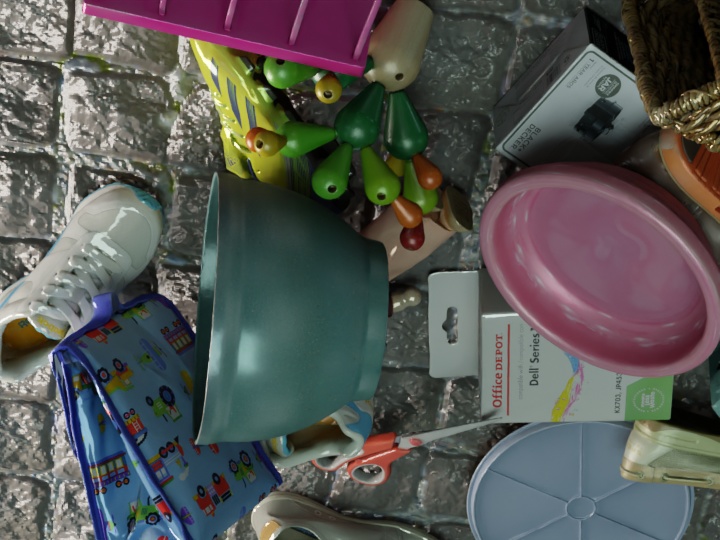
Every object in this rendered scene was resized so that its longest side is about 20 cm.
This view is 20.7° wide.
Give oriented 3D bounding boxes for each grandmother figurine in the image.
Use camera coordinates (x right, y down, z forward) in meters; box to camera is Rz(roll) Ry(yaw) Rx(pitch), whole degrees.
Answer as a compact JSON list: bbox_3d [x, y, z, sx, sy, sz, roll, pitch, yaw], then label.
[{"bbox_3d":[0.000,0.000,1.578,0.199,0.061,0.121,-37,121,26],"label":"grandmother figurine"}]

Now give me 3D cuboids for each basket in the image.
[{"bbox_3d":[0.281,-0.173,1.362,0.148,0.201,0.143,23,123,-14],"label":"basket"}]

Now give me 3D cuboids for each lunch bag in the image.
[{"bbox_3d":[-0.162,0.111,1.534,0.093,0.150,0.202,-17,97,28],"label":"lunch bag"}]

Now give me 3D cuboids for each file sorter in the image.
[{"bbox_3d":[-0.074,-0.242,1.335,0.198,0.140,0.126,12,152,-7],"label":"file sorter"}]

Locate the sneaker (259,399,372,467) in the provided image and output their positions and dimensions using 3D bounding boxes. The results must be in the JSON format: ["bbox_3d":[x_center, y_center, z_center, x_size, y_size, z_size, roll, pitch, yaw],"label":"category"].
[{"bbox_3d":[-0.089,0.117,1.637,0.198,0.081,0.077,-3,126,5],"label":"sneaker"}]

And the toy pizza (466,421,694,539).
[{"bbox_3d":[0.192,0.198,1.726,0.198,0.032,0.202,1,124,1],"label":"toy pizza"}]

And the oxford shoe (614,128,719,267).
[{"bbox_3d":[0.267,-0.033,1.479,0.073,0.072,0.200,-21,121,40],"label":"oxford shoe"}]

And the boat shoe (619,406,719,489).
[{"bbox_3d":[0.315,0.168,1.662,0.199,0.073,0.064,16,104,-18],"label":"boat shoe"}]

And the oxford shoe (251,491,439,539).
[{"bbox_3d":[-0.005,0.254,1.754,0.198,0.058,0.076,19,121,-14],"label":"oxford shoe"}]

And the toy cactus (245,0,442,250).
[{"bbox_3d":[0.004,-0.121,1.448,0.199,0.166,0.102,36,160,-30],"label":"toy cactus"}]

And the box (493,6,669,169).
[{"bbox_3d":[0.211,-0.094,1.505,0.199,0.060,0.117,32,120,-19],"label":"box"}]

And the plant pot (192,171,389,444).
[{"bbox_3d":[-0.051,0.033,1.469,0.133,0.201,0.202,4,125,-7],"label":"plant pot"}]

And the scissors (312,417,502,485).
[{"bbox_3d":[0.033,0.142,1.655,0.073,0.014,0.200,31,145,-22],"label":"scissors"}]

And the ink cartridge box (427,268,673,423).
[{"bbox_3d":[0.154,0.061,1.609,0.198,0.068,0.118,-2,125,2],"label":"ink cartridge box"}]

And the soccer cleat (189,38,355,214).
[{"bbox_3d":[-0.081,-0.109,1.499,0.083,0.065,0.201,-25,121,20],"label":"soccer cleat"}]

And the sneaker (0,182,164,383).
[{"bbox_3d":[-0.227,0.013,1.576,0.076,0.081,0.200,35,117,-19],"label":"sneaker"}]

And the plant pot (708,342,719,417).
[{"bbox_3d":[0.388,0.103,1.597,0.199,0.142,0.142,30,121,-10],"label":"plant pot"}]

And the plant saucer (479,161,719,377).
[{"bbox_3d":[0.186,-0.007,1.472,0.199,0.051,0.202,25,144,19],"label":"plant saucer"}]
